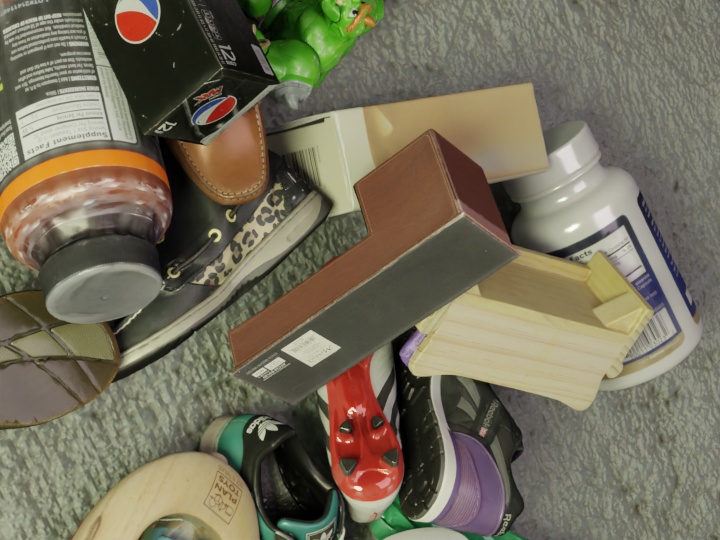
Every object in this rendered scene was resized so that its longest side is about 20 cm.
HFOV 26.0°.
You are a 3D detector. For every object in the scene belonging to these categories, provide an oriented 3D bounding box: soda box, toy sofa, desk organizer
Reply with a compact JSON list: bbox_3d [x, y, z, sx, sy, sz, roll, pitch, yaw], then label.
[{"bbox_3d":[-0.129,-0.177,0.932,0.063,0.070,0.202,5,54,-59],"label":"soda box"},{"bbox_3d":[0.107,0.027,1.136,0.198,0.083,0.098,14,117,-35],"label":"toy sofa"},{"bbox_3d":[0.000,0.000,1.042,0.071,0.199,0.078,30,33,-46],"label":"desk organizer"}]

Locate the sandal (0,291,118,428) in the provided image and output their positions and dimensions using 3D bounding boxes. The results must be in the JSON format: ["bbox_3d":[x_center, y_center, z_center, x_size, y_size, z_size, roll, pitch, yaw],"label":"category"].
[{"bbox_3d":[-0.244,0.074,0.943,0.199,0.054,0.082,-30,98,-22],"label":"sandal"}]

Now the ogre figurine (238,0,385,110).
[{"bbox_3d":[-0.050,-0.195,1.114,0.120,0.098,0.200,47,28,-8],"label":"ogre figurine"}]

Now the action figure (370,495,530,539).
[{"bbox_3d":[0.067,0.210,1.165,0.199,0.055,0.119,40,51,-16],"label":"action figure"}]

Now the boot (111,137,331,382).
[{"bbox_3d":[-0.137,-0.035,1.041,0.203,0.073,0.154,-39,92,-18],"label":"boot"}]

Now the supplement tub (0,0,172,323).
[{"bbox_3d":[-0.175,-0.072,0.948,0.106,0.107,0.202,3,59,-37],"label":"supplement tub"}]

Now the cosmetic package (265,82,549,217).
[{"bbox_3d":[0.033,-0.088,1.155,0.198,0.105,0.072,-13,93,-40],"label":"cosmetic package"}]

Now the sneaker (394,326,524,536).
[{"bbox_3d":[0.073,0.110,1.140,0.087,0.076,0.202,21,42,-21],"label":"sneaker"}]

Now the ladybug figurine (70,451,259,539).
[{"bbox_3d":[-0.139,0.206,0.998,0.136,0.072,0.201,44,60,-26],"label":"ladybug figurine"}]

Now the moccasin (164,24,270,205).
[{"bbox_3d":[-0.099,-0.142,0.991,0.073,0.078,0.204,-9,86,-14],"label":"moccasin"}]

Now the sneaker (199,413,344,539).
[{"bbox_3d":[-0.043,0.192,1.068,0.071,0.079,0.202,-33,107,-35],"label":"sneaker"}]

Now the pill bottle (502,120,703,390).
[{"bbox_3d":[0.190,-0.014,1.262,0.111,0.110,0.202,-38,107,-35],"label":"pill bottle"}]

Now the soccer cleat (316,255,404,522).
[{"bbox_3d":[-0.005,0.084,1.123,0.068,0.086,0.202,-5,58,-6],"label":"soccer cleat"}]

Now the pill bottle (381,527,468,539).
[{"bbox_3d":[0.055,0.289,1.090,0.111,0.111,0.203,-26,113,-37],"label":"pill bottle"}]
